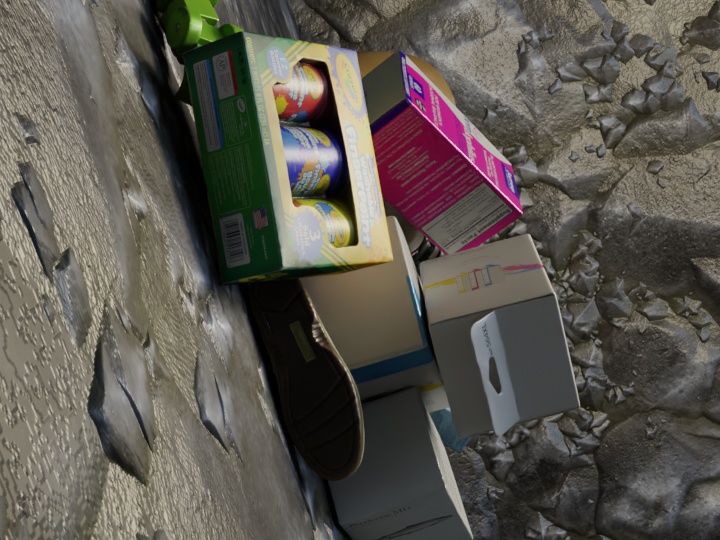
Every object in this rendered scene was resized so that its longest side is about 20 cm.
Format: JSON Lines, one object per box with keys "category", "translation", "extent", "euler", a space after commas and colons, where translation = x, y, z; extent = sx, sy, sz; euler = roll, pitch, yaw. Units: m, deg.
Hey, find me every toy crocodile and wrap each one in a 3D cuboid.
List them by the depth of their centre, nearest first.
{"category": "toy crocodile", "translation": [-0.159, -0.234, 1.102], "extent": [0.067, 0.062, 0.201], "euler": [13, 45, -43]}

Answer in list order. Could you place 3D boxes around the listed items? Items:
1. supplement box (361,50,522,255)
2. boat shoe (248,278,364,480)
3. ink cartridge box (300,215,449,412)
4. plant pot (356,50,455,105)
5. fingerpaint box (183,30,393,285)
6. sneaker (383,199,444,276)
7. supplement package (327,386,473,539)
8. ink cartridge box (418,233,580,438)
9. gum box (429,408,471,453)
{"category": "supplement box", "translation": [0.071, -0.119, 1.287], "extent": [0.200, 0.103, 0.101], "euler": [42, 26, -31]}
{"category": "boat shoe", "translation": [-0.047, 0.096, 1.107], "extent": [0.076, 0.071, 0.201], "euler": [107, -34, -77]}
{"category": "ink cartridge box", "translation": [0.001, 0.066, 1.258], "extent": [0.200, 0.145, 0.147], "euler": [63, 12, -64]}
{"category": "plant pot", "translation": [-0.002, -0.181, 1.421], "extent": [0.200, 0.186, 0.187], "euler": [1, 70, -68]}
{"category": "fingerpaint box", "translation": [-0.058, -0.096, 1.051], "extent": [0.166, 0.073, 0.201], "euler": [-4, 83, -55]}
{"category": "sneaker", "translation": [0.067, -0.034, 1.414], "extent": [0.099, 0.071, 0.200], "euler": [36, 0, -15]}
{"category": "supplement package", "translation": [0.038, 0.225, 1.275], "extent": [0.200, 0.116, 0.118], "euler": [64, 9, -60]}
{"category": "ink cartridge box", "translation": [0.137, 0.067, 1.203], "extent": [0.200, 0.124, 0.129], "euler": [-92, 166, -69]}
{"category": "gum box", "translation": [0.041, 0.124, 1.469], "extent": [0.199, 0.045, 0.170], "euler": [30, 15, -11]}
